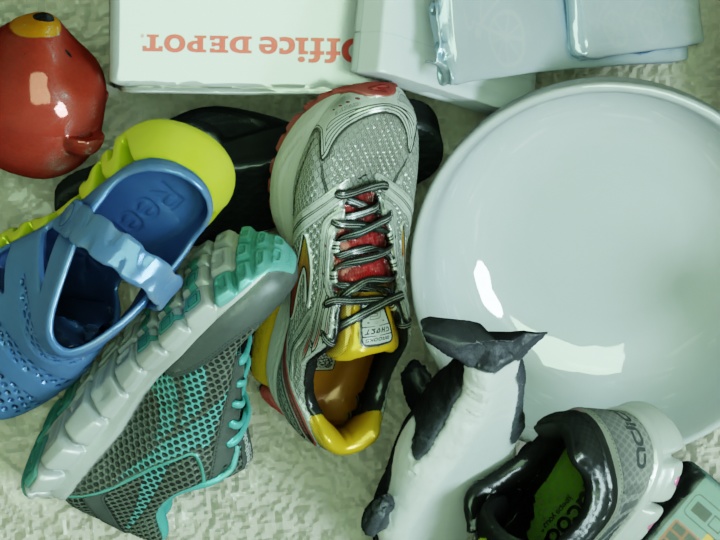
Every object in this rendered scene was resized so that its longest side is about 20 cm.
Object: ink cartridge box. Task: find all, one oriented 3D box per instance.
[{"bbox_3d":[-0.054,-0.188,1.264,0.144,0.084,0.202,1,92,-6],"label":"ink cartridge box"}]

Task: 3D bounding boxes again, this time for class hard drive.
[{"bbox_3d":[0.051,-0.186,1.253,0.027,0.132,0.202,3,85,38],"label":"hard drive"}]

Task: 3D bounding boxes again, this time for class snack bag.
[{"bbox_3d":[0.097,-0.193,1.253,0.199,0.021,0.190,-10,95,-45],"label":"snack bag"}]

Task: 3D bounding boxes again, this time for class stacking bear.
[{"bbox_3d":[-0.223,-0.093,1.240,0.198,0.122,0.115,8,110,-6],"label":"stacking bear"}]

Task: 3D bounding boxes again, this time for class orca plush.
[{"bbox_3d":[0.031,0.074,1.253,0.105,0.201,0.071,-28,60,-15],"label":"orca plush"}]

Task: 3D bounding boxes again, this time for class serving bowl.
[{"bbox_3d":[0.126,-0.009,1.283,0.198,0.066,0.202,2,112,5],"label":"serving bowl"}]

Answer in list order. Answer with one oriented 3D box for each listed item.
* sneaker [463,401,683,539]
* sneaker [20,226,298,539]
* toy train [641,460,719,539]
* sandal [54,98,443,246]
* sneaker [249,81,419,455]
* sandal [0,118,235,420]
[{"bbox_3d":[0.079,0.147,1.252,0.087,0.074,0.201,18,108,-46],"label":"sneaker"},{"bbox_3d":[-0.082,0.060,1.258,0.091,0.078,0.200,35,122,-16],"label":"sneaker"},{"bbox_3d":[0.158,0.195,1.304,0.114,0.085,0.200,40,91,8],"label":"toy train"},{"bbox_3d":[-0.058,-0.055,1.284,0.199,0.076,0.048,-11,56,-5],"label":"sandal"},{"bbox_3d":[0.000,0.000,1.240,0.077,0.082,0.201,-8,122,-24],"label":"sneaker"},{"bbox_3d":[-0.142,0.012,1.230,0.079,0.087,0.200,33,125,-17],"label":"sandal"}]
